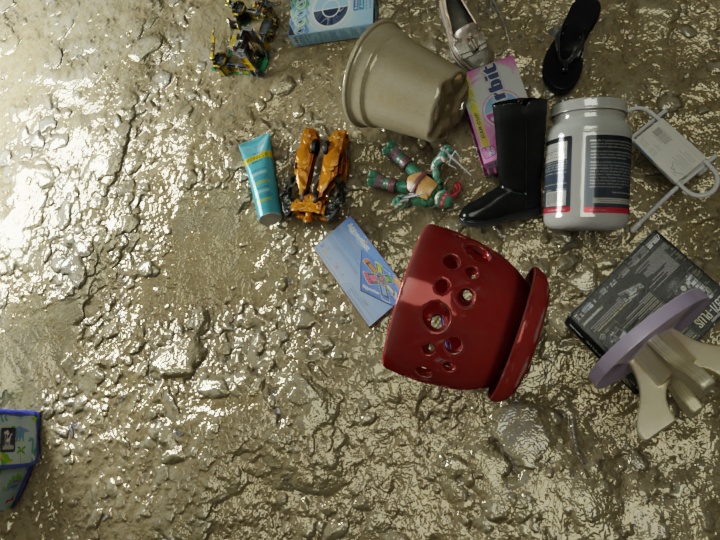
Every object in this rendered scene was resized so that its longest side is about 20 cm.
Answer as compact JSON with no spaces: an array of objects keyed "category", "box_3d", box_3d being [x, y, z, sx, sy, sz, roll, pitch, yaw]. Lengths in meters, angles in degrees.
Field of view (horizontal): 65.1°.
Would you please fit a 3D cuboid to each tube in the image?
[{"category":"tube","box_3d":[-0.208,-0.196,1.198,0.075,0.051,0.205,-17,68,3]}]

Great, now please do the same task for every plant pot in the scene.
[{"category":"plant pot","box_3d":[0.095,-0.333,1.049,0.181,0.200,0.204,31,86,25]},{"category":"plant pot","box_3d":[0.139,0.064,0.745,0.178,0.201,0.206,21,83,11]}]

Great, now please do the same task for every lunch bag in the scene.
[{"category":"lunch bag","box_3d":[-0.762,0.382,1.149,0.124,0.170,0.205,17,80,18]}]

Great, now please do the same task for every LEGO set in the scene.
[{"category":"LEGO set","box_3d":[-0.267,-0.534,1.251,0.151,0.116,0.205,23,84,19]}]

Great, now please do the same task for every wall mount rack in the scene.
[{"category":"wall mount rack","box_3d":[0.502,-0.176,0.977,0.172,0.075,0.202,-37,69,1]}]

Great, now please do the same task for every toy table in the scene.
[{"category":"toy table","box_3d":[0.434,0.133,0.785,0.200,0.182,0.118,-44,54,15]}]

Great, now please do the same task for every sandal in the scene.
[{"category":"sandal","box_3d":[0.400,-0.438,1.079,0.074,0.043,0.206,17,82,19]}]

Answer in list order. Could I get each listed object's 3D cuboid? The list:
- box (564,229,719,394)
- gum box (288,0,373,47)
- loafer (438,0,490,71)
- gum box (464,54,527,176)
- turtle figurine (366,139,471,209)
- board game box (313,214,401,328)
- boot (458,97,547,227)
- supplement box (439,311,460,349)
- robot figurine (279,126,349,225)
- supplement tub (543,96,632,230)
[{"category":"box","box_3d":[0.463,0.069,0.919,0.200,0.086,0.164,-45,70,2]},{"category":"gum box","box_3d":[-0.058,-0.595,1.246,0.193,0.045,0.176,-2,77,14]},{"category":"loafer","box_3d":[0.205,-0.488,1.136,0.070,0.063,0.205,-23,72,8]},{"category":"gum box","box_3d":[0.264,-0.286,1.070,0.110,0.066,0.206,-17,73,10]},{"category":"turtle figurine","box_3d":[0.110,-0.165,1.069,0.198,0.101,0.151,32,74,35]},{"category":"board game box","box_3d":[0.000,0.000,1.103,0.102,0.019,0.202,-39,70,6]},{"category":"boot","box_3d":[0.245,-0.188,0.981,0.160,0.205,0.066,-12,29,-12]},{"category":"supplement box","box_3d":[0.198,0.123,0.922,0.100,0.200,0.104,-16,74,9]},{"category":"robot figurine","box_3d":[-0.086,-0.188,1.151,0.141,0.058,0.206,8,79,18]},{"category":"supplement tub","box_3d":[0.381,-0.172,0.950,0.136,0.140,0.207,2,93,16]}]
